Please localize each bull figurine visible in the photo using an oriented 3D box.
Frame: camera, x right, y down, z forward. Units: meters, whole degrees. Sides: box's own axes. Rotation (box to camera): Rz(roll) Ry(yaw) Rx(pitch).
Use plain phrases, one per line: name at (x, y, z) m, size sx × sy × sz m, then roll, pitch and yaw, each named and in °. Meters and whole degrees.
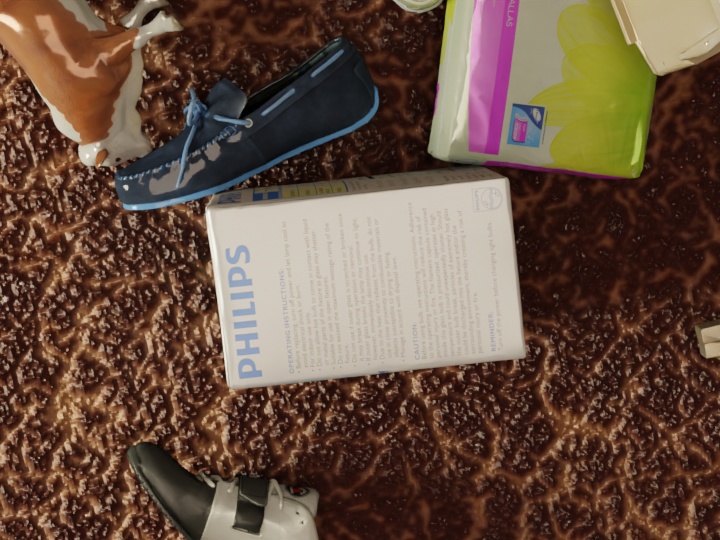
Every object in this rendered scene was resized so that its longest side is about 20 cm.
bull figurine at (-0.199, -0.167, 1.612) m, size 0.121 × 0.065 × 0.200 m, roll -41°, pitch 102°, yaw 7°

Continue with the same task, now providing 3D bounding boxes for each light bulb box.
light bulb box at (0.000, 0.000, 1.583) m, size 0.199 × 0.198 × 0.126 m, roll -6°, pitch 95°, yaw -2°

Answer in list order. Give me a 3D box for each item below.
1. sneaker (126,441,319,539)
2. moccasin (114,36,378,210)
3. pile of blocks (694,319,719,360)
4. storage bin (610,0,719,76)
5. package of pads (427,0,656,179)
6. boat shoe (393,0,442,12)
sneaker at (-0.079, 0.175, 1.664) m, size 0.200 × 0.074 × 0.089 m, roll 42°, pitch 92°, yaw -16°
moccasin at (-0.087, -0.107, 1.628) m, size 0.199 × 0.080 × 0.069 m, roll -27°, pitch 113°, yaw -16°
pile of blocks at (0.329, 0.101, 1.682) m, size 0.199 × 0.062 × 0.082 m, roll 28°, pitch 94°, yaw -6°
storage bin at (0.248, -0.260, 1.571) m, size 0.199 × 0.093 × 0.200 m, roll -28°, pitch 99°, yaw -39°
package of pads at (0.139, -0.169, 1.627) m, size 0.153 × 0.068 × 0.201 m, roll 6°, pitch 95°, yaw -14°
boat shoe at (-0.005, -0.266, 1.621) m, size 0.072 × 0.062 × 0.200 m, roll -43°, pitch 97°, yaw 2°
